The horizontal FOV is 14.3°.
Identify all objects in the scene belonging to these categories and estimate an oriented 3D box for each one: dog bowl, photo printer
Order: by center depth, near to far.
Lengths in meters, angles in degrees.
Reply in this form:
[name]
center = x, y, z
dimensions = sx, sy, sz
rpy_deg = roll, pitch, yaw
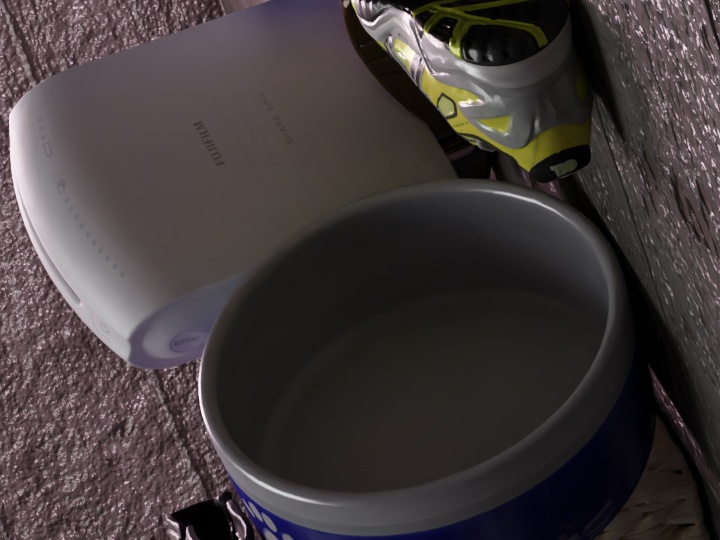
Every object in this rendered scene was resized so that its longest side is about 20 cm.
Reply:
[dog bowl]
center = 0.032, 0.054, 1.300
dimensions = 0.200, 0.199, 0.079
rpy_deg = -117, 4, -49
[photo printer]
center = -0.067, -0.045, 1.416
dimensions = 0.070, 0.199, 0.167
rpy_deg = 95, 150, -54

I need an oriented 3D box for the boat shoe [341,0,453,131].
[boat shoe]
center = 0.019, -0.158, 1.364
dimensions = 0.200, 0.072, 0.065
rpy_deg = 58, -143, -26

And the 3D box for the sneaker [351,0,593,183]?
[sneaker]
center = 0.046, -0.091, 1.224
dimensions = 0.200, 0.075, 0.077
rpy_deg = -118, 7, -69

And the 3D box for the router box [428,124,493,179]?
[router box]
center = 0.012, -0.145, 1.542
dimensions = 0.157, 0.052, 0.201
rpy_deg = 88, 159, -80

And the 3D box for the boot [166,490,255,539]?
[boot]
center = -0.048, 0.181, 1.304
dimensions = 0.200, 0.067, 0.131
rpy_deg = -146, 39, -69

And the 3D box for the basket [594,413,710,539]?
[basket]
center = 0.064, 0.135, 1.372
dimensions = 0.136, 0.199, 0.124
rpy_deg = -118, 14, -52
